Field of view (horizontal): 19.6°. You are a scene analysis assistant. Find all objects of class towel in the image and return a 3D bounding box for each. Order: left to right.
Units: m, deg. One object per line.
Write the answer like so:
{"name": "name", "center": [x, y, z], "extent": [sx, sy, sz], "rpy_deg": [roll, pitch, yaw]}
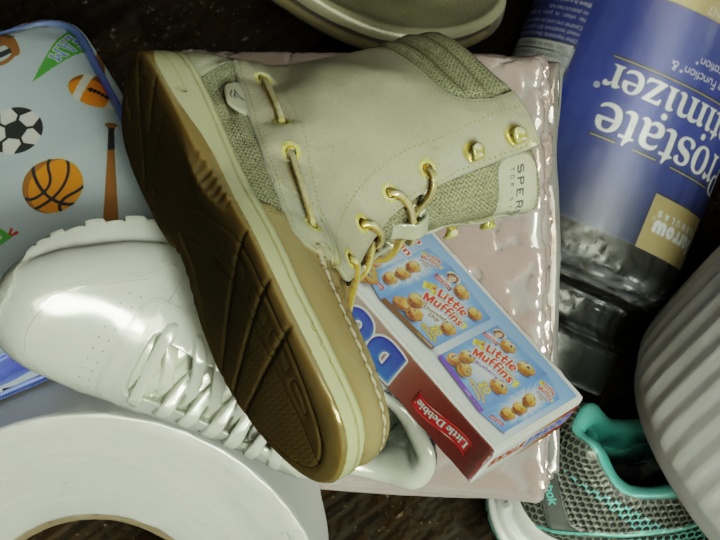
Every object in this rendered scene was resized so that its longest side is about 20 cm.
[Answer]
{"name": "towel", "center": [0.000, 0.000, 0.943], "extent": [0.191, 0.032, 0.200], "rpy_deg": [2, 94, 25]}

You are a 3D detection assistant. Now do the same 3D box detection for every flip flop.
{"name": "flip flop", "center": [-0.021, -0.159, 0.948], "extent": [0.200, 0.081, 0.058], "rpy_deg": [26, 126, -10]}

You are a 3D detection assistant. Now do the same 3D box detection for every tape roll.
{"name": "tape roll", "center": [-0.113, 0.138, 0.923], "extent": [0.202, 0.071, 0.203], "rpy_deg": [-1, 113, -2]}

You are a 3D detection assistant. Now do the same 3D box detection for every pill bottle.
{"name": "pill bottle", "center": [0.110, -0.050, 0.975], "extent": [0.112, 0.112, 0.200], "rpy_deg": [22, 89, -15]}

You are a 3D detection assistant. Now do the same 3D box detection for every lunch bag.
{"name": "lunch bag", "center": [-0.178, -0.010, 0.891], "extent": [0.200, 0.076, 0.160], "rpy_deg": [-26, 62, -9]}

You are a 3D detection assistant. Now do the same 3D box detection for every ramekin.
{"name": "ramekin", "center": [0.215, 0.068, 0.938], "extent": [0.200, 0.200, 0.105], "rpy_deg": [39, 118, -14]}

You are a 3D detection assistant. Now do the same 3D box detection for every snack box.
{"name": "snack box", "center": [0.006, -0.003, 0.882], "extent": [0.200, 0.072, 0.024], "rpy_deg": [49, 127, 14]}

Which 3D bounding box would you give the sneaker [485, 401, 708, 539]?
{"name": "sneaker", "center": [0.166, 0.113, 1.004], "extent": [0.200, 0.078, 0.091], "rpy_deg": [10, 135, -16]}

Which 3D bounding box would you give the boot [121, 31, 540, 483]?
{"name": "boot", "center": [0.008, -0.016, 0.818], "extent": [0.154, 0.072, 0.200], "rpy_deg": [-9, 53, -27]}

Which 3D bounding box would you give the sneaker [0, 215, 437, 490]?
{"name": "sneaker", "center": [-0.054, 0.038, 0.844], "extent": [0.200, 0.081, 0.076], "rpy_deg": [15, 119, -33]}
